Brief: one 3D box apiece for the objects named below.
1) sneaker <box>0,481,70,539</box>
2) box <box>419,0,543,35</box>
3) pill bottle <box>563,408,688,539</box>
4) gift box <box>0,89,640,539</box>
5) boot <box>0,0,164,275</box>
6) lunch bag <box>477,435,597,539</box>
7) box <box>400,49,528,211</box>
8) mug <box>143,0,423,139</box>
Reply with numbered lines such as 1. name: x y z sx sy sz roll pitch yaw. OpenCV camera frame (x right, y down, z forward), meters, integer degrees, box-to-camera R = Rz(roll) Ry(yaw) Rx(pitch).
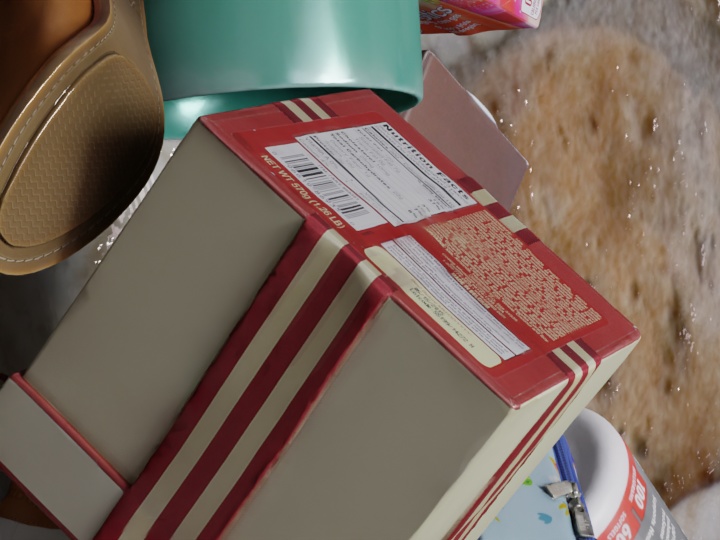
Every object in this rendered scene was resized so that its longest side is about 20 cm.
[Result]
1. sneaker: -0.082 0.132 1.004 0.199 0.072 0.085 20 79 -45
2. box: 0.043 -0.228 1.113 0.099 0.095 0.202 21 76 -46
3. pill bottle: 0.132 0.177 1.215 0.200 0.115 0.116 53 55 -35
4. gift box: -0.034 0.051 0.847 0.187 0.184 0.200 -54 161 22
5. boot: -0.148 -0.092 0.857 0.077 0.154 0.201 55 50 -52
6. lunch bag: 0.044 0.173 1.050 0.082 0.161 0.201 14 118 -14
7. box: 0.000 0.000 1.093 0.100 0.075 0.201 44 62 -39
8. mug: -0.057 -0.124 0.983 0.151 0.185 0.116 -3 87 -25
